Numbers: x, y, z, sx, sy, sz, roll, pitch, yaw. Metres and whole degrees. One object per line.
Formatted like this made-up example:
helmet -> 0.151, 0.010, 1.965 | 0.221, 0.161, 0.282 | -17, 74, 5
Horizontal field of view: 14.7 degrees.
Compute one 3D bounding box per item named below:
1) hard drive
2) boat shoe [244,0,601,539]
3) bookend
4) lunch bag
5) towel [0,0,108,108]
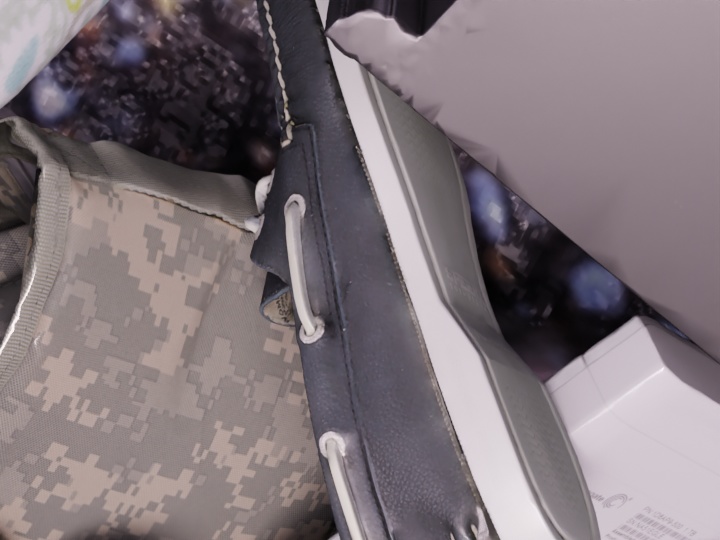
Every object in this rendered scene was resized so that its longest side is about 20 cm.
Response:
hard drive -> 0.038, 0.096, 0.800 | 0.200, 0.132, 0.027 | -38, 53, 19
boat shoe -> 0.000, 0.000, 0.728 | 0.060, 0.076, 0.200 | -27, 58, 15
bookend -> 0.130, -0.082, 0.714 | 0.200, 0.092, 0.199 | 38, 113, -15
lunch bag -> -0.085, 0.048, 0.806 | 0.200, 0.164, 0.118 | -52, 45, 19
towel -> -0.131, -0.152, 0.770 | 0.200, 0.171, 0.048 | 37, 152, 3
